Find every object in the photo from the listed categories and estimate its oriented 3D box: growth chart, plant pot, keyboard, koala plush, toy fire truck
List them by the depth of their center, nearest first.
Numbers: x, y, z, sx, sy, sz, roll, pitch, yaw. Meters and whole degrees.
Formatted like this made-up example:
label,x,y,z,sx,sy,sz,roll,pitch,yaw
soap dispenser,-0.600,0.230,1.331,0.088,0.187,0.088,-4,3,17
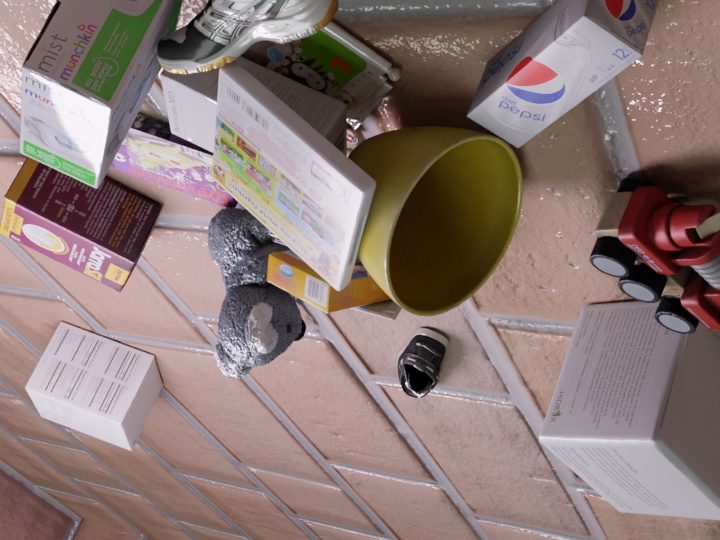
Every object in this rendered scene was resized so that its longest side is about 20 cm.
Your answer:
label,x,y,z,sx,sy,sz,roll,pitch,yaw
toy fire truck,0.360,-0.029,1.150,0.176,0.129,0.199,37,160,-27
growth chart,-0.040,-0.199,1.234,0.144,0.018,0.200,27,152,-7
plant pot,0.054,-0.072,1.234,0.142,0.200,0.200,31,164,39
keyboard,0.035,0.021,1.434,0.056,0.200,0.011,10,108,10
koala plush,-0.131,0.036,1.507,0.182,0.202,0.177,21,156,-19

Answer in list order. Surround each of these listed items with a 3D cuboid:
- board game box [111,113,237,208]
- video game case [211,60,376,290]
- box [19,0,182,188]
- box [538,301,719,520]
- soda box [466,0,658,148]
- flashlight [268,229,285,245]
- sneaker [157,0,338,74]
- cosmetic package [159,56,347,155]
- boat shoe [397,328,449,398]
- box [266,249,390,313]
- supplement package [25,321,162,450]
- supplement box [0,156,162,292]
label,x,y,z,sx,sy,sz,roll,pitch,yaw
board game box,-0.251,-0.148,1.484,0.198,0.033,0.120,19,158,8
video game case,-0.074,-0.093,1.181,0.200,0.023,0.183,41,150,16
box,-0.259,-0.218,1.164,0.096,0.201,0.177,25,153,-7
box,0.358,0.168,1.399,0.171,0.201,0.199,-6,141,47
soda box,0.175,-0.187,1.032,0.063,0.069,0.200,29,153,-14
flashlight,-0.007,-0.043,1.378,0.198,0.068,0.068,15,162,12
sneaker,-0.121,-0.256,1.116,0.198,0.076,0.088,-16,123,23
cosmetic package,-0.114,-0.164,1.255,0.199,0.074,0.102,24,150,15
boat shoe,0.084,0.154,1.738,0.071,0.068,0.200,19,155,4
box,0.000,0.000,1.405,0.119,0.199,0.042,25,118,43
supplement package,-0.508,0.224,2.230,0.198,0.152,0.152,19,153,8
supplement box,-0.401,-0.073,1.652,0.199,0.104,0.131,27,152,-9
